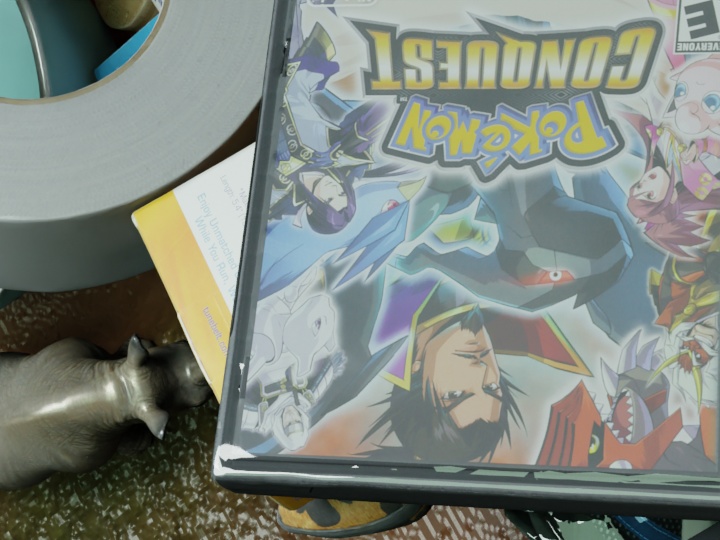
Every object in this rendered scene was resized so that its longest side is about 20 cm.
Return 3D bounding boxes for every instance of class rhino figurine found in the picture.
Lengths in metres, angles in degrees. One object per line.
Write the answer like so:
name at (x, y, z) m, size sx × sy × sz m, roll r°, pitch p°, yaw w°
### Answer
rhino figurine at (-0.124, 0.058, 1.114) m, size 0.200 × 0.087 × 0.060 m, roll -14°, pitch 85°, yaw 34°

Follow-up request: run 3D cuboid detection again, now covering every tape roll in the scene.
tape roll at (-0.123, -0.095, 0.996) m, size 0.200 × 0.066 × 0.201 m, roll 1°, pitch 64°, yaw -1°

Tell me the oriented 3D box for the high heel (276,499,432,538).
high heel at (0.000, 0.000, 0.985) m, size 0.142 × 0.071 × 0.200 m, roll -35°, pitch 51°, yaw 9°

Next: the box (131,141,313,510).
box at (0.031, -0.016, 0.916) m, size 0.200 × 0.041 × 0.119 m, roll -29°, pitch 66°, yaw 5°

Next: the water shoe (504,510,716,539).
water shoe at (0.092, 0.075, 0.965) m, size 0.079 × 0.072 × 0.201 m, roll -4°, pitch 91°, yaw -1°

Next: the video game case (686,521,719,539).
video game case at (0.120, 0.199, 0.921) m, size 0.181 × 0.026 × 0.200 m, roll -33°, pitch 109°, yaw 23°

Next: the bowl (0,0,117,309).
bowl at (-0.178, -0.066, 1.133) m, size 0.200 × 0.105 × 0.202 m, roll 3°, pitch 95°, yaw 34°

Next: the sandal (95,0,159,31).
sandal at (-0.096, -0.205, 1.080) m, size 0.078 × 0.069 × 0.212 m, roll 26°, pitch 109°, yaw 51°

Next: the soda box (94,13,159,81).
soda box at (-0.026, -0.016, 1.059) m, size 0.068 × 0.064 × 0.200 m, roll -37°, pitch 73°, yaw 29°

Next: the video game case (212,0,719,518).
video game case at (0.058, -0.012, 0.862) m, size 0.199 × 0.026 × 0.181 m, roll 2°, pitch 74°, yaw 18°
